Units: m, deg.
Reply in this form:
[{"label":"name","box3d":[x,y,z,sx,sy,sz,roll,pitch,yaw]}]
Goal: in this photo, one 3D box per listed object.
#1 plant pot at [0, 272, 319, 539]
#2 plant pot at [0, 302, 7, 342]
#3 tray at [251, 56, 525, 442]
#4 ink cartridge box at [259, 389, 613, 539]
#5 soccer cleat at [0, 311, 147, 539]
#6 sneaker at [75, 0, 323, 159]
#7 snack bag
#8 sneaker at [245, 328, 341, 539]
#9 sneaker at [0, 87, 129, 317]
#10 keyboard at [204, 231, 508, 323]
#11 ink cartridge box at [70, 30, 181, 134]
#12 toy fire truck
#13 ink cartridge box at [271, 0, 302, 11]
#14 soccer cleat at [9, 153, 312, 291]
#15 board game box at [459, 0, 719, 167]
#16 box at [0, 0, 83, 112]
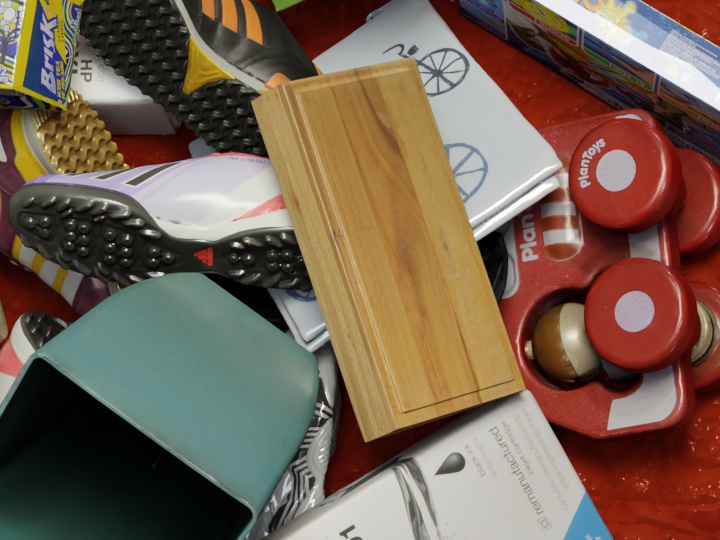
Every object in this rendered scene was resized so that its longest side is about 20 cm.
[{"label":"plant pot","box3d":[-0.111,0.093,1.440,0.141,0.200,0.142,35,119,2]},{"label":"plant pot","box3d":[-0.319,-0.007,1.554,0.176,0.200,0.201,-18,78,5]},{"label":"tray","box3d":[0.017,-0.014,1.486,0.098,0.037,0.201,-14,82,-38]},{"label":"ink cartridge box","box3d":[0.039,0.182,1.514,0.199,0.086,0.147,-30,90,-23]},{"label":"soccer cleat","box3d":[-0.170,0.112,1.560,0.073,0.068,0.200,-54,44,23]},{"label":"sneaker","box3d":[-0.095,-0.143,1.578,0.200,0.090,0.070,43,126,-11]},{"label":"snack bag","box3d":[0.002,-0.064,1.599,0.188,0.021,0.200,-35,49,0]},{"label":"sneaker","box3d":[-0.075,0.120,1.579,0.114,0.075,0.201,7,82,3]},{"label":"sneaker","box3d":[-0.173,-0.017,1.608,0.090,0.075,0.201,-12,110,36]},{"label":"keyboard","box3d":[0.000,0.000,1.600,0.199,0.040,0.104,7,56,25]},{"label":"ink cartridge box","box3d":[-0.211,-0.163,1.643,0.199,0.084,0.146,0,80,4]},{"label":"toy fire truck","box3d":[0.132,0.004,1.584,0.167,0.112,0.201,-11,76,27]},{"label":"ink cartridge box","box3d":[0.036,-0.249,1.588,0.200,0.147,0.076,-38,103,-38]},{"label":"soccer cleat","box3d":[-0.102,-0.036,1.532,0.199,0.068,0.073,4,48,-1]},{"label":"board game box","box3d":[0.148,-0.135,1.585,0.199,0.135,0.035,32,83,9]},{"label":"box","box3d":[-0.265,-0.137,1.548,0.199,0.064,0.071,5,83,26]}]
